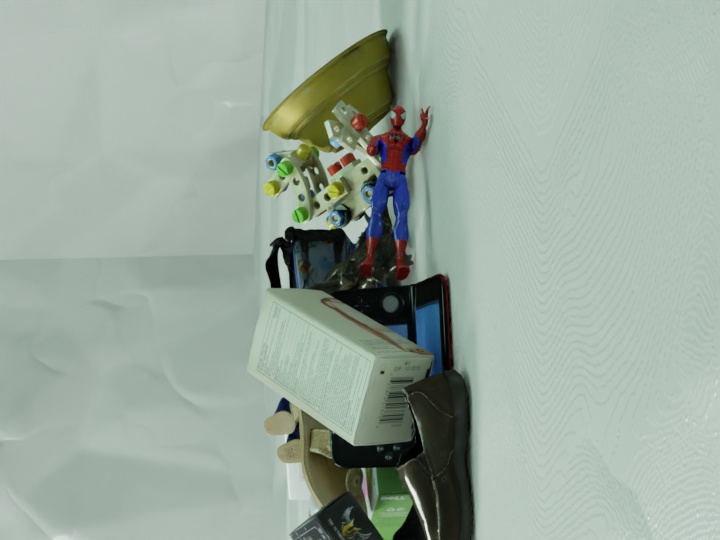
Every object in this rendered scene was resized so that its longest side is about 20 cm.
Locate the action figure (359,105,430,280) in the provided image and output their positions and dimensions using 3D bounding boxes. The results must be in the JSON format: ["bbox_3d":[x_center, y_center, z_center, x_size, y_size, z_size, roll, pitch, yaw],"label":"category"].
[{"bbox_3d":[0.036,-0.102,1.446,0.099,0.065,0.202,96,179,-65],"label":"action figure"}]

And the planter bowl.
[{"bbox_3d":[-0.021,-0.206,1.662,0.084,0.200,0.200,52,169,0],"label":"planter bowl"}]

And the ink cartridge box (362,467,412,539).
[{"bbox_3d":[0.037,0.235,1.567,0.201,0.059,0.105,103,165,-57],"label":"ink cartridge box"}]

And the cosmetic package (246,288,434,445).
[{"bbox_3d":[-0.025,0.099,1.418,0.199,0.087,0.104,30,110,45],"label":"cosmetic package"}]

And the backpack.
[{"bbox_3d":[-0.034,0.044,1.712,0.200,0.152,0.193,33,-123,-84],"label":"backpack"}]

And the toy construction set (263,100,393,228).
[{"bbox_3d":[-0.030,-0.122,1.580,0.132,0.092,0.200,58,142,2],"label":"toy construction set"}]

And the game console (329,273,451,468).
[{"bbox_3d":[0.029,0.113,1.435,0.119,0.171,0.202,19,-112,-71],"label":"game console"}]

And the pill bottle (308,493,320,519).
[{"bbox_3d":[-0.015,0.338,1.760,0.111,0.110,0.202,-105,16,-58],"label":"pill bottle"}]

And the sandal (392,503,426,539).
[{"bbox_3d":[0.069,0.297,1.428,0.201,0.045,0.076,108,158,-50],"label":"sandal"}]

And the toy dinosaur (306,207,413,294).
[{"bbox_3d":[0.000,0.000,1.583,0.200,0.077,0.102,-52,7,-23],"label":"toy dinosaur"}]

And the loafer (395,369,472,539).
[{"bbox_3d":[0.068,0.199,1.310,0.073,0.071,0.202,170,98,-81],"label":"loafer"}]

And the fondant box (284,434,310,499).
[{"bbox_3d":[-0.074,0.213,1.927,0.201,0.058,0.146,-89,-2,-60],"label":"fondant box"}]

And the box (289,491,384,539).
[{"bbox_3d":[0.011,0.342,1.425,0.201,0.048,0.158,54,159,7],"label":"box"}]

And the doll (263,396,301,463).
[{"bbox_3d":[-0.070,0.190,1.738,0.137,0.048,0.200,66,-163,-9],"label":"doll"}]

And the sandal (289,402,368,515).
[{"bbox_3d":[-0.028,0.199,1.561,0.070,0.077,0.213,-53,40,30],"label":"sandal"}]
